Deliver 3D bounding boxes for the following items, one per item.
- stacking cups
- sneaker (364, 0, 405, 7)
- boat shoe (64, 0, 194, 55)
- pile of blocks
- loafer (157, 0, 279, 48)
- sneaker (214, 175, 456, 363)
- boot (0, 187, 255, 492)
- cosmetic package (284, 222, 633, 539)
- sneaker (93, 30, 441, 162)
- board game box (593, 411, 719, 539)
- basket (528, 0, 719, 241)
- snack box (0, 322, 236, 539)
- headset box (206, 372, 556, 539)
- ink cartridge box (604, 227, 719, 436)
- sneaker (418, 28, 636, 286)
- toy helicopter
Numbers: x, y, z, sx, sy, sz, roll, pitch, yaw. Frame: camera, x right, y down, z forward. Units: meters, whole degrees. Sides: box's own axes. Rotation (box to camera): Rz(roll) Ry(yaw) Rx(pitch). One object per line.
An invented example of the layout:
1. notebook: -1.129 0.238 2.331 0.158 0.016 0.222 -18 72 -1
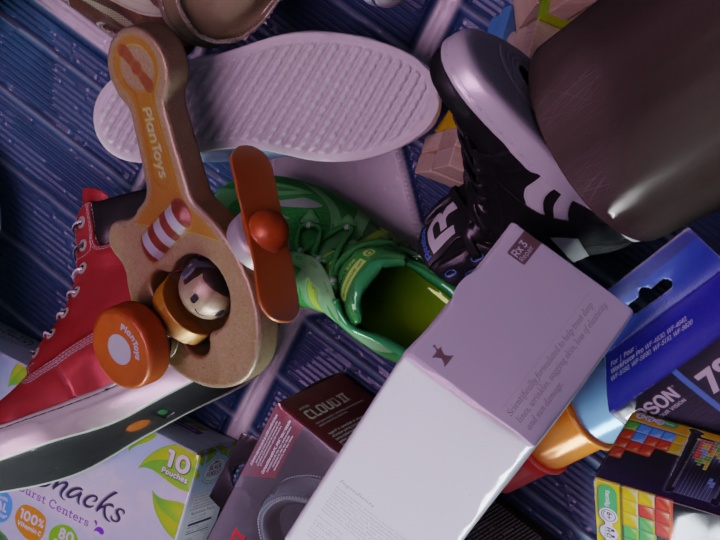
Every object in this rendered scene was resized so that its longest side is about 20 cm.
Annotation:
1. stacking cups: 0.143 0.064 1.409 0.200 0.060 0.061 -32 84 38
2. sneaker: 0.069 -0.201 1.373 0.071 0.073 0.200 52 121 19
3. boat shoe: -0.166 -0.184 1.525 0.202 0.075 0.075 40 149 33
4. pile of blocks: 0.104 -0.113 1.393 0.062 0.082 0.200 21 132 -21
5. loafer: -0.047 -0.204 1.406 0.200 0.076 0.067 -63 24 18
6. sneaker: 0.000 0.000 1.450 0.200 0.084 0.074 30 78 16
7. boot: -0.170 0.035 1.544 0.200 0.072 0.145 -27 70 5
8. cosmetic package: 0.047 0.081 1.340 0.081 0.113 0.200 38 144 4
9. sneaker: -0.044 -0.097 1.470 0.199 0.082 0.074 1 97 19
10. board game box: 0.205 0.179 1.337 0.165 0.057 0.200 15 135 25
11. basket: 0.191 -0.108 1.256 0.200 0.180 0.136 -32 63 31
12. snack box: -0.183 0.131 1.614 0.200 0.053 0.143 24 105 25
13. headset box: 0.000 0.168 1.502 0.200 0.077 0.149 37 118 17
14. ink cartridge box: 0.201 0.075 1.326 0.200 0.039 0.099 40 132 -10
15. sneaker: 0.064 -0.041 1.337 0.112 0.200 0.073 -29 54 20
16. toy helicopter: -0.089 -0.035 1.411 0.132 0.079 0.201 -5 102 45
